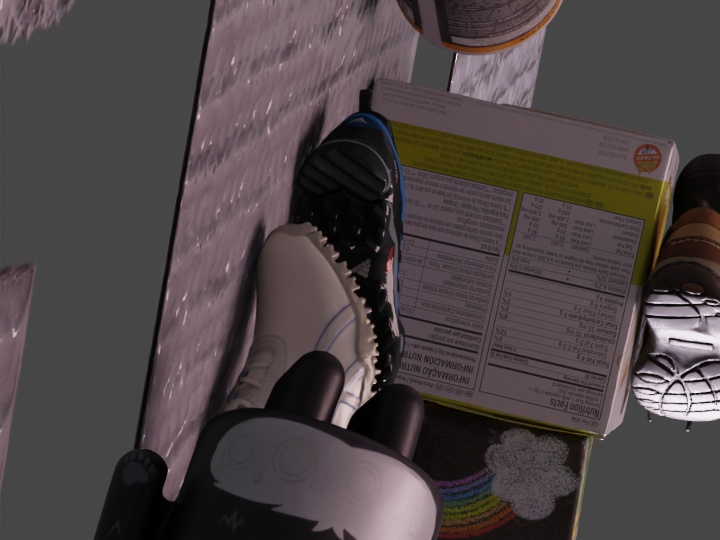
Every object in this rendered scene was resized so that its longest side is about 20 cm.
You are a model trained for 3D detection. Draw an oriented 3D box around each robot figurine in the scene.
[{"bbox_3d":[-0.035,0.142,1.277,0.125,0.150,0.201,48,56,-55],"label":"robot figurine"}]

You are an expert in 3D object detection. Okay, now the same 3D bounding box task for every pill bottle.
[{"bbox_3d":[0.067,-0.212,1.656,0.200,0.116,0.117,73,31,-75],"label":"pill bottle"}]

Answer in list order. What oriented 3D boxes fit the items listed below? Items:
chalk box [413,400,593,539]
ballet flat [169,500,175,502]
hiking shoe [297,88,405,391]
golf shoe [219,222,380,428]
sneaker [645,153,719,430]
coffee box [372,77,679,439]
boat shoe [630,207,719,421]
[{"bbox_3d":[0.080,0.195,1.857,0.124,0.124,0.201,-7,107,-84],"label":"chalk box"},{"bbox_3d":[-0.092,0.214,1.363,0.068,0.067,0.201,-56,157,-71],"label":"ballet flat"},{"bbox_3d":[0.000,0.000,1.649,0.087,0.074,0.201,-64,164,-57],"label":"hiking shoe"},{"bbox_3d":[-0.042,0.073,1.485,0.078,0.097,0.201,-24,-107,57],"label":"golf shoe"},{"bbox_3d":[0.231,0.016,1.904,0.200,0.060,0.105,99,1,-57],"label":"sneaker"},{"bbox_3d":[0.096,-0.006,1.852,0.200,0.199,0.199,7,96,-82],"label":"coffee box"},{"bbox_3d":[0.221,0.030,1.805,0.200,0.075,0.074,89,14,-60],"label":"boat shoe"}]
